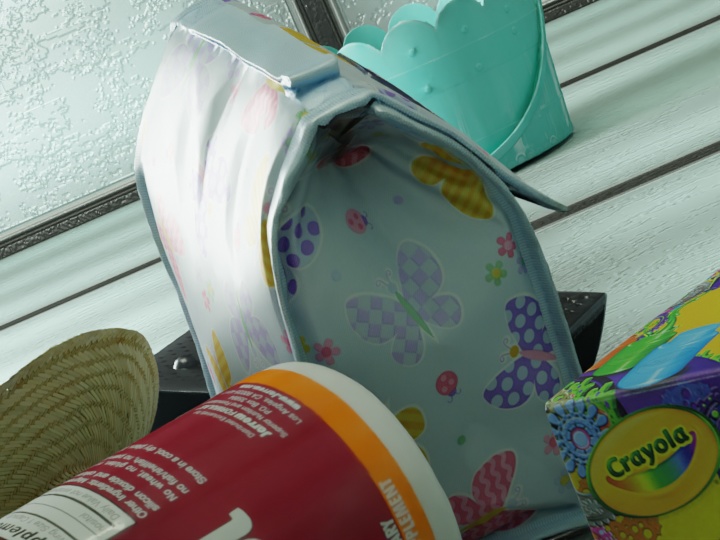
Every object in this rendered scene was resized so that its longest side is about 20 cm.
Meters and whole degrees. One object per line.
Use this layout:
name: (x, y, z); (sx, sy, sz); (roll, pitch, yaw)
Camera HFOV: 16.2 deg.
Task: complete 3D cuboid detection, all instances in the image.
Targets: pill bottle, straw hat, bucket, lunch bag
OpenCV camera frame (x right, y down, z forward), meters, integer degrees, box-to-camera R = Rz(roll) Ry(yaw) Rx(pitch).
pill bottle: (-0.071, 0.119, 0.801); (0.200, 0.113, 0.113); (-30, 10, -31)
straw hat: (-0.109, 0.125, 0.929); (0.201, 0.085, 0.201); (-47, -21, -25)
bucket: (0.058, -0.135, 1.937); (0.207, 0.135, 0.207); (-24, 8, 3)
lunch bag: (0.000, 0.000, 0.942); (0.127, 0.201, 0.170); (-27, 23, -15)

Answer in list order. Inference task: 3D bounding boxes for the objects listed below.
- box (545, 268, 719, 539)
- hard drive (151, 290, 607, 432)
box: (0.189, 0.033, 0.604); (0.200, 0.122, 0.192); (-16, 10, 41)
hard drive: (0.002, 0.047, 1.149); (0.199, 0.042, 0.135); (-2, 18, 27)
